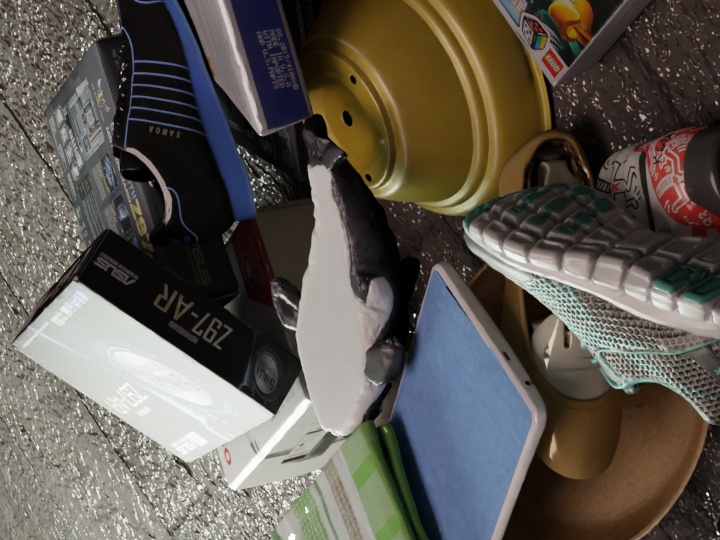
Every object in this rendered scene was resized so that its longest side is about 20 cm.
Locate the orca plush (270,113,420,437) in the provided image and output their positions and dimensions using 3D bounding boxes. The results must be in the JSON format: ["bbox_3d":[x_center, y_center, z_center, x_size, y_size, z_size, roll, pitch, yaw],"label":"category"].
[{"bbox_3d":[0.000,0.000,1.165,0.105,0.071,0.201,4,114,46],"label":"orca plush"}]

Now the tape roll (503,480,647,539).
[{"bbox_3d":[0.137,0.205,1.217,0.200,0.066,0.200,47,165,17],"label":"tape roll"}]

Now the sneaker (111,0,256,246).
[{"bbox_3d":[-0.138,-0.113,1.285,0.070,0.078,0.201,109,140,-75],"label":"sneaker"}]

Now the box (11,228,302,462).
[{"bbox_3d":[-0.144,0.057,1.323,0.160,0.044,0.200,35,155,-11],"label":"box"}]

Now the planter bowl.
[{"bbox_3d":[0.019,-0.106,1.172,0.200,0.083,0.201,39,145,35],"label":"planter bowl"}]

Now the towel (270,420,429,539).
[{"bbox_3d":[0.006,0.195,1.217,0.150,0.031,0.200,68,152,19],"label":"towel"}]

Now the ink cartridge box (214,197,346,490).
[{"bbox_3d":[-0.053,0.055,1.394,0.200,0.082,0.148,-50,55,59],"label":"ink cartridge box"}]

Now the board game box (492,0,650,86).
[{"bbox_3d":[0.083,-0.212,1.026,0.200,0.035,0.126,56,150,10],"label":"board game box"}]

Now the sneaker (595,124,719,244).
[{"bbox_3d":[0.190,0.022,1.027,0.108,0.067,0.202,-5,106,55],"label":"sneaker"}]

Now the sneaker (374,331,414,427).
[{"bbox_3d":[0.028,0.138,1.257,0.201,0.075,0.116,92,163,-47],"label":"sneaker"}]

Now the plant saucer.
[{"bbox_3d":[0.127,0.073,1.123,0.199,0.035,0.201,-11,73,39],"label":"plant saucer"}]

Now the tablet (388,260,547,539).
[{"bbox_3d":[0.054,0.108,1.121,0.130,0.014,0.201,58,147,39],"label":"tablet"}]

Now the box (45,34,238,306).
[{"bbox_3d":[-0.162,-0.054,1.394,0.158,0.051,0.201,-34,74,64],"label":"box"}]

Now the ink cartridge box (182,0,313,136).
[{"bbox_3d":[-0.089,-0.198,1.174,0.200,0.043,0.197,-127,18,-69],"label":"ink cartridge box"}]

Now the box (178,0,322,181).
[{"bbox_3d":[-0.082,-0.178,1.301,0.157,0.051,0.201,31,140,42],"label":"box"}]

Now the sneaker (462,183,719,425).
[{"bbox_3d":[0.128,0.019,0.988,0.200,0.077,0.092,27,131,44],"label":"sneaker"}]

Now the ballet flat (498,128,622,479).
[{"bbox_3d":[0.111,0.014,1.073,0.063,0.068,0.201,117,147,-65],"label":"ballet flat"}]
